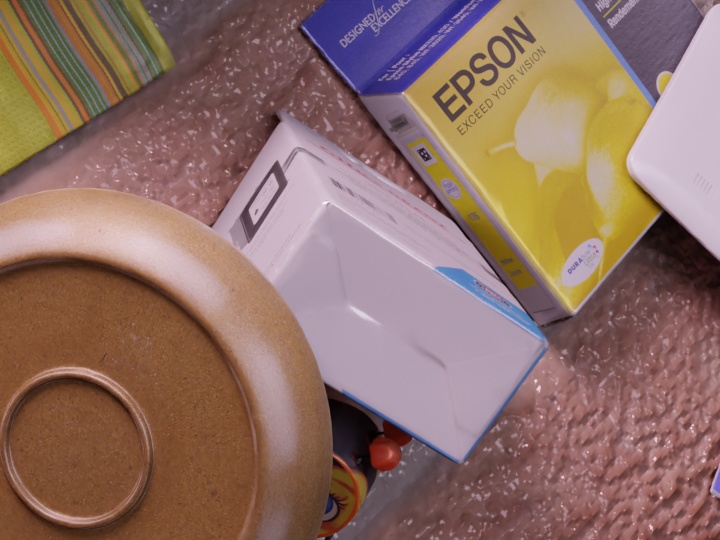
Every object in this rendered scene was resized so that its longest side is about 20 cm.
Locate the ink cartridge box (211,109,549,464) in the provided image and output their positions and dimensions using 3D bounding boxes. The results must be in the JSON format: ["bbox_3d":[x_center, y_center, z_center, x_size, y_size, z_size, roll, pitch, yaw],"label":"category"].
[{"bbox_3d":[0.000,0.000,0.819,0.115,0.200,0.067,32,99,-15],"label":"ink cartridge box"}]

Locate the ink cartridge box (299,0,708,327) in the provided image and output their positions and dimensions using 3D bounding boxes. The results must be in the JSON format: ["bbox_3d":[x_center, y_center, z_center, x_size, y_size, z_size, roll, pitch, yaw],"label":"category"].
[{"bbox_3d":[0.098,-0.109,0.958,0.198,0.047,0.200,-45,104,-29],"label":"ink cartridge box"}]

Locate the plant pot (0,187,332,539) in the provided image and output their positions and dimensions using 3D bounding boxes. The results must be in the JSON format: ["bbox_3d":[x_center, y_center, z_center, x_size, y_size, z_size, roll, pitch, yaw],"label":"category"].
[{"bbox_3d":[-0.110,0.068,0.724,0.201,0.199,0.027,64,16,-3],"label":"plant pot"}]

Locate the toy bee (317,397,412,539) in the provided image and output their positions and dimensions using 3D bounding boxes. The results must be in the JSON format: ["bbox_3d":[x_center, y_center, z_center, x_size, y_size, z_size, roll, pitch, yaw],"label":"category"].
[{"bbox_3d":[-0.032,0.072,0.800,0.200,0.108,0.132,34,40,-28],"label":"toy bee"}]

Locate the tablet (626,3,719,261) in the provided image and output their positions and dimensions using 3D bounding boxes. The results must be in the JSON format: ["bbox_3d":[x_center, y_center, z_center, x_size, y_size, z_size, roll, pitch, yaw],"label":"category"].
[{"bbox_3d":[0.238,-0.039,0.992,0.200,0.014,0.130,42,60,-16],"label":"tablet"}]

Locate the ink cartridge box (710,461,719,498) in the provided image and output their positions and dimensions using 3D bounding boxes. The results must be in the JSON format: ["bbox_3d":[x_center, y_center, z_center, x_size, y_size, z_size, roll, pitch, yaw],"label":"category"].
[{"bbox_3d":[0.307,0.079,1.037,0.197,0.043,0.201,31,67,-21],"label":"ink cartridge box"}]

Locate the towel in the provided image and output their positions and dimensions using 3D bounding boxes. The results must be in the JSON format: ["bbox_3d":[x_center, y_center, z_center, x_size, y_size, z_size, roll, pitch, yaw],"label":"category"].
[{"bbox_3d":[-0.177,-0.081,0.807,0.200,0.018,0.086,-38,98,-31],"label":"towel"}]
